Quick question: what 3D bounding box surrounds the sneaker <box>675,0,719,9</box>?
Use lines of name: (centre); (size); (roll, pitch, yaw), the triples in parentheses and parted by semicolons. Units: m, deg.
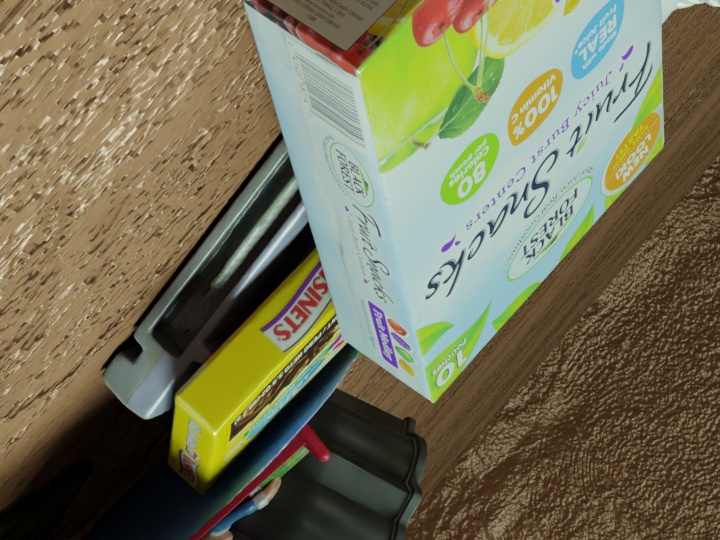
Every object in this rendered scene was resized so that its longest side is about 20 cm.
sneaker: (0.154, -0.131, 0.930); (0.074, 0.115, 0.200); (-47, 172, -23)

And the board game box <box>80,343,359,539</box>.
board game box: (-0.061, 0.103, 0.895); (0.200, 0.039, 0.158); (-33, -169, 41)

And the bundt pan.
bundt pan: (-0.056, 0.138, 1.006); (0.202, 0.076, 0.202); (-50, -166, 17)

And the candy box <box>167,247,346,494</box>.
candy box: (0.000, 0.000, 0.809); (0.200, 0.026, 0.102); (-46, 174, -18)

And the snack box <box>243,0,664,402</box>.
snack box: (0.041, -0.064, 0.687); (0.142, 0.053, 0.201); (-45, 152, -18)

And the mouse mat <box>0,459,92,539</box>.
mouse mat: (-0.191, 0.162, 0.818); (0.161, 0.008, 0.200); (-55, 169, 30)

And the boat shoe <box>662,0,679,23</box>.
boat shoe: (0.095, -0.151, 0.768); (0.062, 0.072, 0.201); (-19, 151, -27)

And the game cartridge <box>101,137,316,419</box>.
game cartridge: (-0.012, -0.031, 0.808); (0.200, 0.038, 0.129); (-52, 167, 14)
